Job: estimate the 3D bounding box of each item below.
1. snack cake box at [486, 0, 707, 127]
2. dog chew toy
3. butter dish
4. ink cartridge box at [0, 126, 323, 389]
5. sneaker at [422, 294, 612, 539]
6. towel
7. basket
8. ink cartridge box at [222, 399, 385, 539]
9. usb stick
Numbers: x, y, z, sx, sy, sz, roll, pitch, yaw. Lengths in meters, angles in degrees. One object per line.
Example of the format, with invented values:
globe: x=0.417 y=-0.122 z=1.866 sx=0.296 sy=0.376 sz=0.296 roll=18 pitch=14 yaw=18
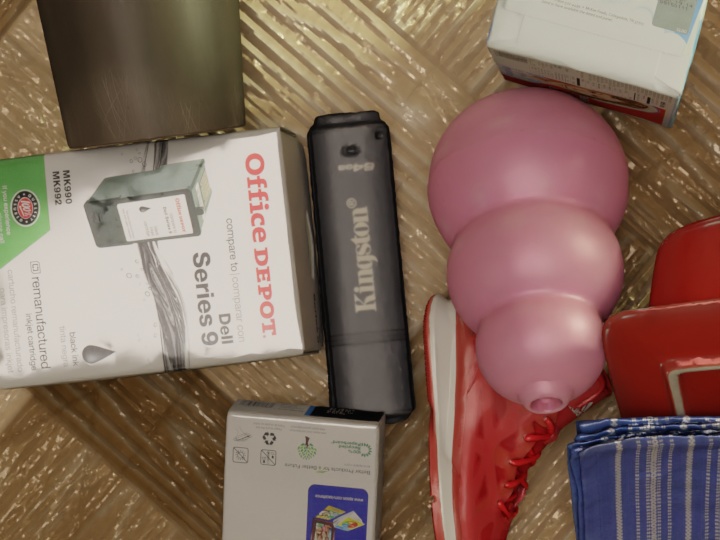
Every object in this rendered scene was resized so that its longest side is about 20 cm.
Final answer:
snack cake box: x=0.142 y=-0.138 z=1.362 sx=0.114 sy=0.200 sz=0.068 roll=15 pitch=91 yaw=6
dog chew toy: x=0.105 y=-0.009 z=1.381 sx=0.124 sy=0.125 sz=0.201 roll=-7 pitch=60 yaw=6
butter dish: x=0.251 y=0.021 z=1.379 sx=0.198 sy=0.200 sz=0.149 roll=-4 pitch=58 yaw=13
ink cartridge box: x=-0.131 y=-0.008 z=1.451 sx=0.199 sy=0.084 sz=0.147 roll=-7 pitch=88 yaw=6
sneaker: x=0.102 y=0.111 z=1.430 sx=0.115 sy=0.078 sz=0.201 roll=-5 pitch=91 yaw=8
towel: x=0.226 y=0.132 z=1.390 sx=0.199 sy=0.145 sz=0.024 roll=-1 pitch=55 yaw=6
basket: x=-0.139 y=-0.181 z=1.414 sx=0.135 sy=0.180 sz=0.201 roll=-5 pitch=95 yaw=20
ink cartridge box: x=-0.038 y=0.185 z=1.452 sx=0.099 sy=0.039 sz=0.201 roll=5 pitch=101 yaw=7
usb stick: x=0.000 y=0.000 z=1.462 sx=0.055 sy=0.033 sz=0.201 roll=-5 pitch=89 yaw=7
